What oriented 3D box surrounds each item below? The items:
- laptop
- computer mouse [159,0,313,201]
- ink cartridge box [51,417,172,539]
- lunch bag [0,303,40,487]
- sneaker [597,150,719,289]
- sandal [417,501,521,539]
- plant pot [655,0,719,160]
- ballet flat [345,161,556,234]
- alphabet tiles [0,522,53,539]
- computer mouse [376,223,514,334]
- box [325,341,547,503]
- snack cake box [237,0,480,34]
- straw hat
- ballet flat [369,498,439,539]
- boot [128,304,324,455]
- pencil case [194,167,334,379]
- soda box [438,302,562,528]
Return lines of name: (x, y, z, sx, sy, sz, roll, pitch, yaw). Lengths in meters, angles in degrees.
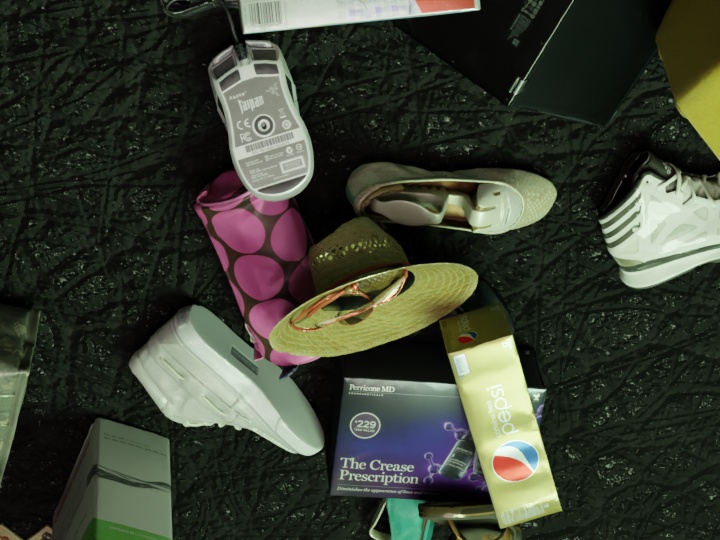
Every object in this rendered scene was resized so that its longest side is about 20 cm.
laptop: (0.169, -0.244, 1.461, 0.199, 0.116, 0.188, 36, 116, 9)
computer mouse: (-0.096, -0.158, 1.450, 0.109, 0.044, 0.202, -16, 100, -1)
ink cartridge box: (-0.244, 0.265, 1.629, 0.083, 0.201, 0.146, 18, 119, -17)
lunch bag: (-0.403, 0.125, 1.582, 0.163, 0.118, 0.201, 13, 125, -12)
sneaker: (0.312, -0.068, 1.540, 0.199, 0.076, 0.116, -25, 122, 13)
sandal: (0.115, 0.269, 1.690, 0.081, 0.055, 0.200, -4, 159, 16)
plant pot: (0.363, -0.184, 1.408, 0.199, 0.195, 0.196, -32, 123, 20)
ballet flat: (0.085, -0.058, 1.537, 0.198, 0.063, 0.068, 2, 121, -6)
alphabet tiles: (-0.367, 0.351, 1.785, 0.199, 0.006, 0.166, -37, 117, 17)
computer mouse: (0.075, 0.015, 1.598, 0.200, 0.034, 0.059, 39, 112, -24)
box: (0.071, 0.149, 1.652, 0.198, 0.079, 0.142, 3, 116, -6)
snack cake box: (-0.006, -0.262, 1.382, 0.198, 0.067, 0.116, -6, 99, -2)
straw hat: (0.000, 0.000, 1.497, 0.199, 0.086, 0.201, -18, 160, -7)
ballet flat: (0.043, 0.289, 1.754, 0.070, 0.067, 0.202, 14, 122, 16)
boot: (-0.131, 0.124, 1.635, 0.095, 0.074, 0.200, -37, 109, 24)
pencil case: (-0.086, -0.005, 1.545, 0.093, 0.091, 0.201, -10, 120, 17)
soda box: (0.131, 0.137, 1.569, 0.063, 0.068, 0.201, -16, 116, 3)
